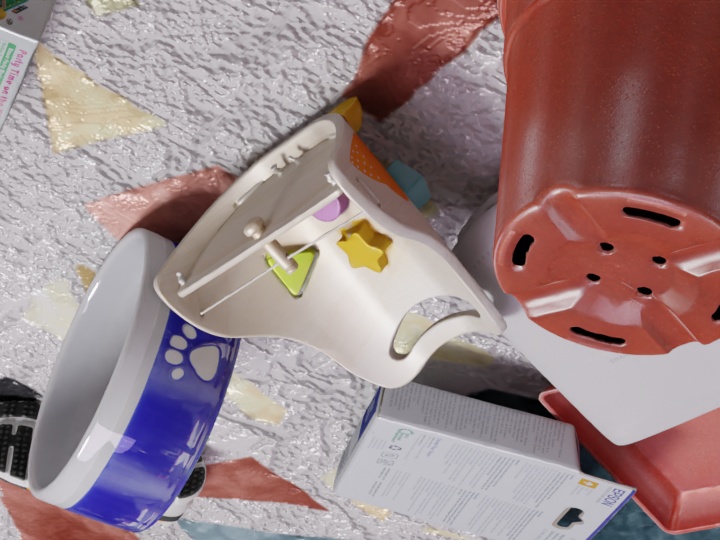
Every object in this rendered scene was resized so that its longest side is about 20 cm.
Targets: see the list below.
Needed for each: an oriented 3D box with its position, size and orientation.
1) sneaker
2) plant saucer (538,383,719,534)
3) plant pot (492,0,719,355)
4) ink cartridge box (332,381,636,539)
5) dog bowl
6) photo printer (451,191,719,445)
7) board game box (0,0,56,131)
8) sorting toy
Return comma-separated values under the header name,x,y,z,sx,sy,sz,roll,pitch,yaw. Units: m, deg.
name,x,y,z,sx,sy,sz,roll,pitch,yaw
sneaker,-0.227,0.165,1.871,0.198,0.074,0.080,16,146,-3
plant saucer,0.261,0.111,1.672,0.198,0.037,0.200,-15,136,34
plant pot,0.162,-0.072,1.322,0.199,0.196,0.201,9,145,6
ink cartridge box,0.091,0.150,1.748,0.198,0.044,0.197,15,156,-5
dog bowl,-0.157,0.077,1.621,0.078,0.201,0.200,23,143,-17
photo printer,0.168,0.012,1.517,0.166,0.070,0.200,-28,116,41
board game box,-0.303,-0.163,1.463,0.199,0.065,0.148,23,144,-11
sorting toy,0.000,0.000,1.516,0.180,0.107,0.199,43,136,-16
